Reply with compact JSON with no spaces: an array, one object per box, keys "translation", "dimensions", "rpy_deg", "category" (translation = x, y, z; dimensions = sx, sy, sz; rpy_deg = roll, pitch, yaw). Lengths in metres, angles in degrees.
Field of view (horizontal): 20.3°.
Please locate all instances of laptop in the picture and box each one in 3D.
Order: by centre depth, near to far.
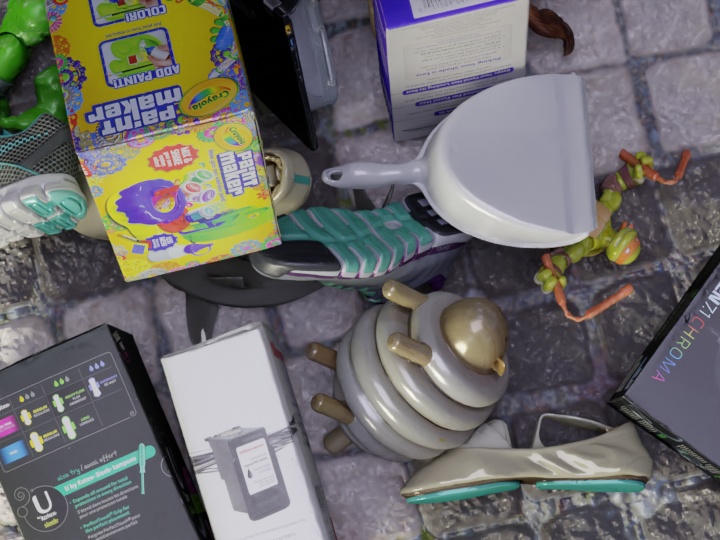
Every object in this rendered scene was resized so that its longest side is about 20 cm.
[{"translation":[-0.051,-0.233,1.518],"dimensions":[0.116,0.200,0.187],"rpy_deg":[-27,44,-16],"category":"laptop"}]

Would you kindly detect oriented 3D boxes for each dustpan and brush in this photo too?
[{"translation":[0.072,-0.080,1.525],"dimensions":[0.200,0.057,0.140],"rpy_deg":[0,69,-6],"category":"dustpan and brush"}]

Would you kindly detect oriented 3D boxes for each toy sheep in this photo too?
[{"translation":[0.037,0.082,1.536],"dimensions":[0.200,0.138,0.138],"rpy_deg":[-36,84,36],"category":"toy sheep"}]

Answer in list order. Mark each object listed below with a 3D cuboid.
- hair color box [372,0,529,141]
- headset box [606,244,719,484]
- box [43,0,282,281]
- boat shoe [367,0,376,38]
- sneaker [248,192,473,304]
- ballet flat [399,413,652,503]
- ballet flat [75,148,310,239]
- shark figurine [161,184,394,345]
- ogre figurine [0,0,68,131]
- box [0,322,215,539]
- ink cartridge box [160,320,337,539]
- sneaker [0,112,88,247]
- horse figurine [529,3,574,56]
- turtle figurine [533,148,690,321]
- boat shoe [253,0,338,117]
[{"translation":[0.068,-0.175,1.530],"dimensions":[0.109,0.200,0.065],"rpy_deg":[-13,68,-2],"category":"hair color box"},{"translation":[0.325,0.091,1.560],"dimensions":[0.200,0.093,0.174],"rpy_deg":[37,85,3],"category":"headset box"},{"translation":[-0.140,-0.129,1.406],"dimensions":[0.122,0.200,0.193],"rpy_deg":[-14,64,-3],"category":"box"},{"translation":[0.013,-0.280,1.608],"dimensions":[0.066,0.074,0.200],"rpy_deg":[-17,78,15],"category":"boat shoe"},{"translation":[0.000,0.000,1.530],"dimensions":[0.200,0.088,0.074],"rpy_deg":[-9,42,-33],"category":"sneaker"},{"translation":[0.127,0.145,1.568],"dimensions":[0.200,0.069,0.070],"rpy_deg":[-2,84,-7],"category":"ballet flat"},{"translation":[-0.138,-0.061,1.531],"dimensions":[0.200,0.069,0.070],"rpy_deg":[-9,84,9],"category":"ballet flat"},{"translation":[-0.074,-0.004,1.571],"dimensions":[0.214,0.090,0.128],"rpy_deg":[-6,85,1],"category":"shark figurine"},{"translation":[-0.218,-0.165,1.584],"dimensions":[0.200,0.098,0.120],"rpy_deg":[6,92,35],"category":"ogre figurine"},{"translation":[-0.198,0.157,1.519],"dimensions":[0.124,0.149,0.200],"rpy_deg":[-24,84,-2],"category":"box"},{"translation":[-0.079,0.148,1.523],"dimensions":[0.083,0.145,0.200],"rpy_deg":[-18,84,0],"category":"ink cartridge box"},{"translation":[-0.292,-0.067,1.562],"dimensions":[0.200,0.078,0.091],"rpy_deg":[-11,66,28],"category":"sneaker"},{"translation":[0.117,-0.263,1.589],"dimensions":[0.132,0.050,0.200],"rpy_deg":[-22,84,-46],"category":"horse figurine"},{"translation":[0.165,-0.054,1.586],"dimensions":[0.161,0.064,0.200],"rpy_deg":[34,60,6],"category":"turtle figurine"},{"translation":[-0.060,-0.220,1.611],"dimensions":[0.071,0.070,0.201],"rpy_deg":[-6,79,-24],"category":"boat shoe"}]
